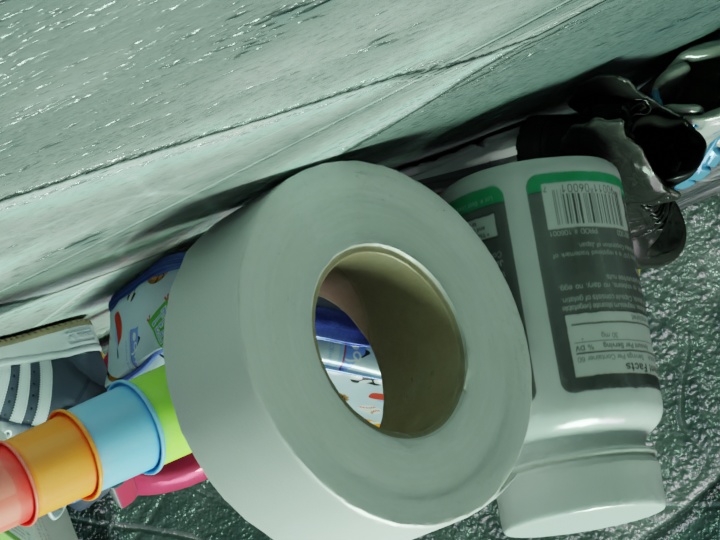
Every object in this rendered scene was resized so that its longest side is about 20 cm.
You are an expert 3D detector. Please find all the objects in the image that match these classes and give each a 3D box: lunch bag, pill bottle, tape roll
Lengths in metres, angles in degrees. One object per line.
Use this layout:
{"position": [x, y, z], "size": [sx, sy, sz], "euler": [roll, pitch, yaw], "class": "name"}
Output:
{"position": [-0.043, 0.045, 1.436], "size": [0.198, 0.076, 0.160], "euler": [10, 160, -22], "class": "lunch bag"}
{"position": [0.111, 0.045, 1.393], "size": [0.112, 0.202, 0.113], "euler": [-8, 167, -2], "class": "pill bottle"}
{"position": [-0.004, 0.048, 1.290], "size": [0.202, 0.204, 0.071], "euler": [-19, 174, -45], "class": "tape roll"}

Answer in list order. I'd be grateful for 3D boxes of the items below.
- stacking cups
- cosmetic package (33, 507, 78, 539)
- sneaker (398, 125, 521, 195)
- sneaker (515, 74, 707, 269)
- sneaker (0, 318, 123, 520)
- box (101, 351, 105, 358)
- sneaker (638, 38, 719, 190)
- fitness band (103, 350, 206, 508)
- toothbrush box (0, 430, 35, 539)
{"position": [-0.133, 0.093, 1.278], "size": [0.199, 0.061, 0.060], "euler": [-26, 178, -32], "class": "stacking cups"}
{"position": [-0.322, 0.209, 1.799], "size": [0.199, 0.166, 0.165], "euler": [-24, 175, 2], "class": "cosmetic package"}
{"position": [0.049, -0.007, 1.485], "size": [0.199, 0.113, 0.078], "euler": [-22, 175, -18], "class": "sneaker"}
{"position": [0.170, -0.057, 1.478], "size": [0.104, 0.060, 0.199], "euler": [-6, 152, 40], "class": "sneaker"}
{"position": [-0.210, 0.100, 1.444], "size": [0.070, 0.109, 0.199], "euler": [-27, 174, 36], "class": "sneaker"}
{"position": [-0.260, 0.122, 1.596], "size": [0.200, 0.042, 0.119], "euler": [-41, -175, -30], "class": "box"}
{"position": [0.201, -0.104, 1.509], "size": [0.086, 0.076, 0.200], "euler": [-6, 162, -34], "class": "sneaker"}
{"position": [-0.119, 0.082, 1.609], "size": [0.143, 0.037, 0.201], "euler": [-34, 149, -17], "class": "fitness band"}
{"position": [-0.297, 0.140, 1.325], "size": [0.199, 0.087, 0.146], "euler": [-23, 152, 6], "class": "toothbrush box"}
